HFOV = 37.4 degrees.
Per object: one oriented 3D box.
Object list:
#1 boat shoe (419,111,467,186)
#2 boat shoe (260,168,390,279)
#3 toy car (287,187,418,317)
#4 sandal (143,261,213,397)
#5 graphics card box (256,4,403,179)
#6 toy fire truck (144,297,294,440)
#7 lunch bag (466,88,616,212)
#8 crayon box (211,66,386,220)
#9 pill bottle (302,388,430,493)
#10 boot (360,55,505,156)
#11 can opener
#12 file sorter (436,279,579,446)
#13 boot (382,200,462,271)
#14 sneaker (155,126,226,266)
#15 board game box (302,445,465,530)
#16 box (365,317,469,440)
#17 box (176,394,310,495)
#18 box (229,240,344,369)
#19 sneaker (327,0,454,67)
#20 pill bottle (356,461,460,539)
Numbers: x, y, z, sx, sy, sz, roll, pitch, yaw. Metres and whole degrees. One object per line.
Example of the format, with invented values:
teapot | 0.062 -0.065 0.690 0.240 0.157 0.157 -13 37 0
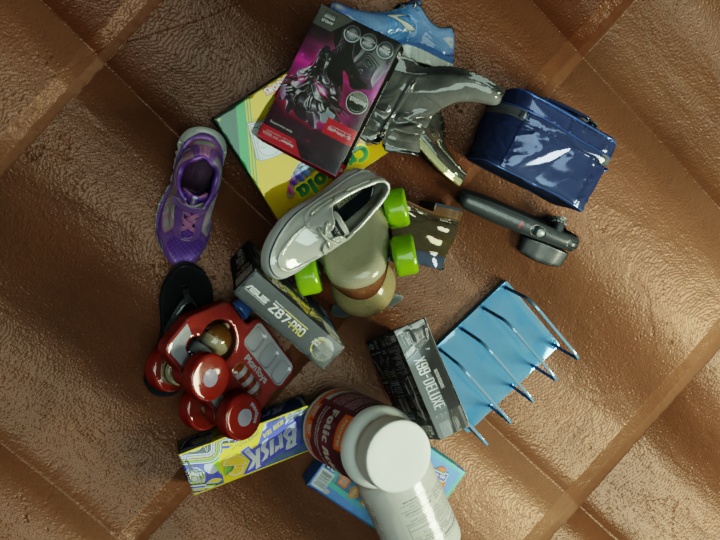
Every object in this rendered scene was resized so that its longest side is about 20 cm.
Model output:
boat shoe | 0.091 -0.207 1.528 0.065 0.073 0.200 -43 105 2
boat shoe | -0.042 -0.058 1.378 0.200 0.066 0.072 -38 122 -23
toy car | 0.000 0.000 1.502 0.163 0.158 0.200 -11 146 3
sandal | -0.252 0.087 1.502 0.076 0.043 0.201 7 104 -27
graphics card box | -0.040 -0.238 1.427 0.125 0.051 0.201 28 93 6
toy fire truck | -0.190 0.129 1.484 0.168 0.112 0.200 -53 127 -29
lunch bag | 0.270 -0.179 1.539 0.199 0.136 0.133 25 93 -16
crayon box | -0.079 -0.194 1.500 0.200 0.058 0.173 -34 104 -5
pill bottle | 0.007 0.233 1.458 0.114 0.200 0.115 -2 95 -25
boot | 0.091 -0.217 1.470 0.199 0.070 0.132 13 90 6
can opener | 0.235 -0.070 1.586 0.199 0.063 0.079 25 93 -15
file sorter | 0.203 0.140 1.582 0.200 0.123 0.139 -43 105 -3
boot | 0.049 -0.060 1.541 0.199 0.075 0.098 9 94 -15
sneaker | -0.233 -0.092 1.457 0.080 0.089 0.201 10 111 -16
board game box | 0.037 0.309 1.611 0.200 0.045 0.152 37 89 -14
box | 0.076 0.156 1.497 0.050 0.200 0.158 -22 86 -13
box | -0.162 0.252 1.549 0.199 0.064 0.070 -20 103 -9
box | -0.106 0.044 1.458 0.049 0.200 0.161 -45 104 3
sneaker | 0.044 -0.342 1.504 0.199 0.078 0.090 15 84 -20
pill bottle | 0.082 0.372 1.548 0.114 0.114 0.201 -25 104 -7
